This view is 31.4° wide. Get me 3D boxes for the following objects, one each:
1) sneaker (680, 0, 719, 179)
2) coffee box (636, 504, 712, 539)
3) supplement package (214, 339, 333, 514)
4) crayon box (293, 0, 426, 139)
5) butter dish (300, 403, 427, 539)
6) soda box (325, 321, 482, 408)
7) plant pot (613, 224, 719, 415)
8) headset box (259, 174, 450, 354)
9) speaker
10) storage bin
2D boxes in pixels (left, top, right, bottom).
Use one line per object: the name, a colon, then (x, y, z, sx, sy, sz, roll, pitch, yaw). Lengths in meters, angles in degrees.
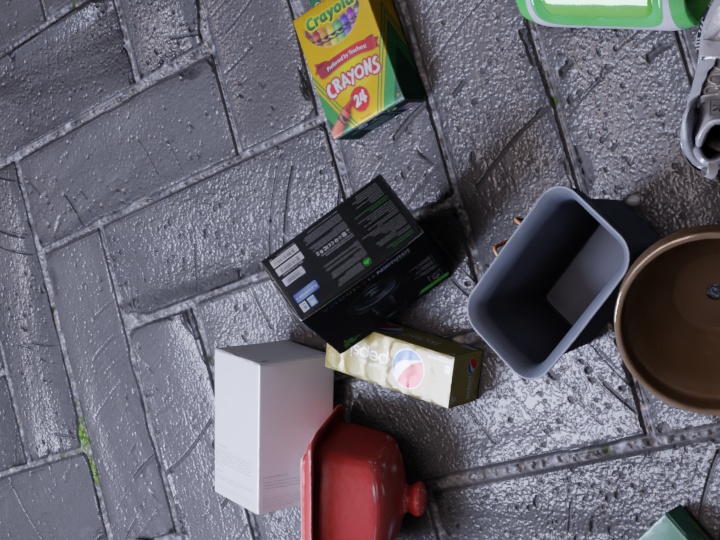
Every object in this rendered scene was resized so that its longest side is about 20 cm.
sneaker: (0.363, -0.186, 1.265, 0.075, 0.115, 0.200, 11, 107, 11)
coffee box: (0.327, 0.369, 1.423, 0.123, 0.044, 0.200, 49, 123, 24)
supplement package: (-0.115, 0.204, 1.703, 0.121, 0.120, 0.200, 13, 105, 54)
crayon box: (-0.008, -0.280, 1.611, 0.127, 0.051, 0.200, -27, 78, 39)
butter dish: (0.010, 0.284, 1.608, 0.148, 0.199, 0.200, 1, 99, 10)
soda box: (0.051, 0.110, 1.604, 0.200, 0.064, 0.068, 16, 105, 38)
plant pot: (0.360, 0.039, 1.298, 0.201, 0.093, 0.201, 5, 113, 12)
headset box: (0.000, 0.000, 1.521, 0.174, 0.200, 0.093, -36, 70, 1)
speaker: (0.267, -0.300, 1.359, 0.200, 0.088, 0.089, 11, 103, 38)
storage bin: (0.228, 0.003, 1.399, 0.146, 0.134, 0.200, 48, 122, 25)
